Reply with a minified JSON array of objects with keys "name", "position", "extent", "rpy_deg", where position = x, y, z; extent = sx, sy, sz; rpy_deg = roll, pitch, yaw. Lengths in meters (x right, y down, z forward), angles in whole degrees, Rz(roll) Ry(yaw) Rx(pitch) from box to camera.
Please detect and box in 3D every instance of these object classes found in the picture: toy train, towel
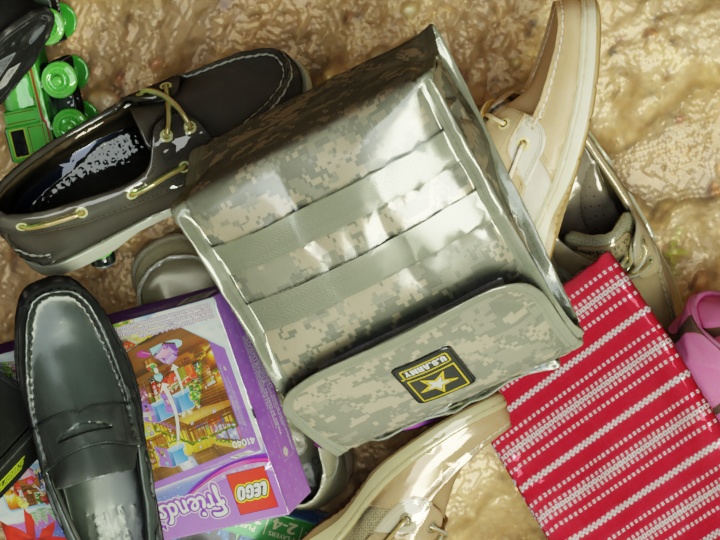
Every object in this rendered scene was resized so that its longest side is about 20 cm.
[{"name":"toy train","position":[-0.189,-0.095,1.265],"extent":[0.056,0.042,0.202],"rpy_deg":[-10,102,10]},{"name":"towel","position":[0.148,0.109,1.248],"extent":[0.144,0.022,0.201],"rpy_deg":[-36,80,32]}]

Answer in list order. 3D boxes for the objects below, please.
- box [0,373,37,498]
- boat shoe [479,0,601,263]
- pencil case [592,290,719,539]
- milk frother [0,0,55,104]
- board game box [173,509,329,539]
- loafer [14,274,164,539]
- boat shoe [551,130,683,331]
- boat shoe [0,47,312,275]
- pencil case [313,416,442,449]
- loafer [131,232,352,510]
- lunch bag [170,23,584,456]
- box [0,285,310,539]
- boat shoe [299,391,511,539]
[{"name":"box","position":[-0.309,0.097,1.200],"extent":[0.199,0.193,0.048],"rpy_deg":[31,138,10]},{"name":"boat shoe","position":[0.088,-0.064,1.210],"extent":[0.069,0.074,0.202],"rpy_deg":[13,105,-2]},{"name":"pencil case","position":[0.199,0.116,1.285],"extent":[0.093,0.091,0.201],"rpy_deg":[14,119,-25]},{"name":"milk frother","position":[-0.307,-0.133,1.158],"extent":[0.188,0.200,0.181],"rpy_deg":[41,106,2]},{"name":"board game box","position":[-0.086,0.240,1.337],"extent":[0.150,0.037,0.202],"rpy_deg":[17,101,-6]},{"name":"loafer","position":[-0.151,0.102,1.199],"extent":[0.068,0.070,0.202],"rpy_deg":[-15,102,-10]},{"name":"boat shoe","position":[0.146,-0.016,1.284],"extent":[0.072,0.065,0.201],"rpy_deg":[-25,101,2]},{"name":"boat shoe","position":[-0.120,-0.070,1.208],"extent":[0.200,0.061,0.072],"rpy_deg":[-33,60,2]},{"name":"pencil case","position":[0.000,0.000,1.261],"extent":[0.092,0.085,0.202],"rpy_deg":[-13,95,-23]},{"name":"loafer","position":[-0.069,0.064,1.286],"extent":[0.075,0.068,0.201],"rpy_deg":[-36,101,4]},{"name":"lunch bag","position":[0.014,-0.002,1.153],"extent":[0.163,0.118,0.201],"rpy_deg":[-25,110,13]},{"name":"box","position":[-0.142,0.096,1.264],"extent":[0.199,0.039,0.138],"rpy_deg":[-14,100,24]},{"name":"boat shoe","position":[0.023,0.152,1.268],"extent":[0.200,0.071,0.065],"rpy_deg":[-43,81,14]}]
